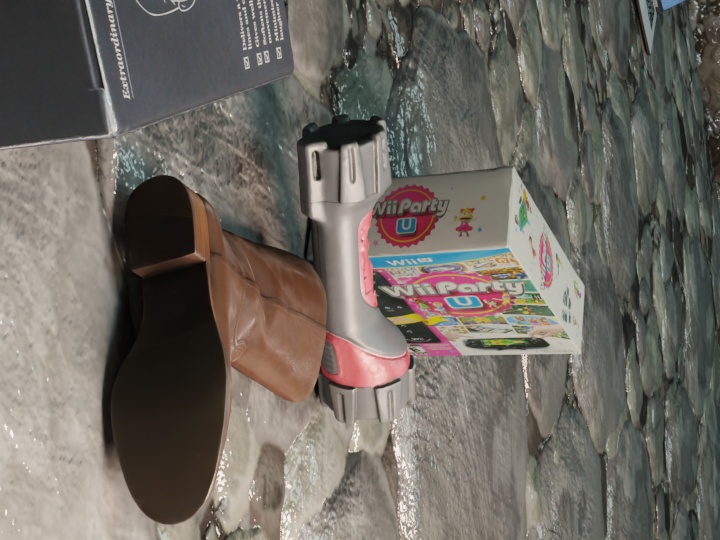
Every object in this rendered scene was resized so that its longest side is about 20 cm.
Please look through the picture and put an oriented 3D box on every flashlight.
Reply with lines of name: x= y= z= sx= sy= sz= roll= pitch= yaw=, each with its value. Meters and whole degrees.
flashlight: x=0.000 y=0.000 z=0.961 sx=0.068 sy=0.067 sz=0.201 roll=-80 pitch=169 yaw=-63

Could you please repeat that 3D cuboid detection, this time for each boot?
boot: x=-0.067 y=0.058 z=0.838 sx=0.200 sy=0.064 sz=0.188 roll=42 pitch=46 yaw=-66

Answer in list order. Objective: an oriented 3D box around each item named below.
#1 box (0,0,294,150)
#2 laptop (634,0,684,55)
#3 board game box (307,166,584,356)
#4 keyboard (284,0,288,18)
box: x=-0.123 y=-0.142 z=0.670 sx=0.200 sy=0.106 sz=0.150 roll=-36 pitch=119 yaw=-67
laptop: x=0.493 y=-0.475 z=2.330 sx=0.201 sy=0.115 sz=0.188 roll=-71 pitch=148 yaw=-47
board game box: x=0.067 y=0.000 z=1.074 sx=0.200 sy=0.147 sz=0.065 roll=47 pitch=44 yaw=-57
keyboard: x=-0.069 y=-0.255 z=0.957 sx=0.127 sy=0.020 sz=0.202 roll=27 pitch=59 yaw=-66
